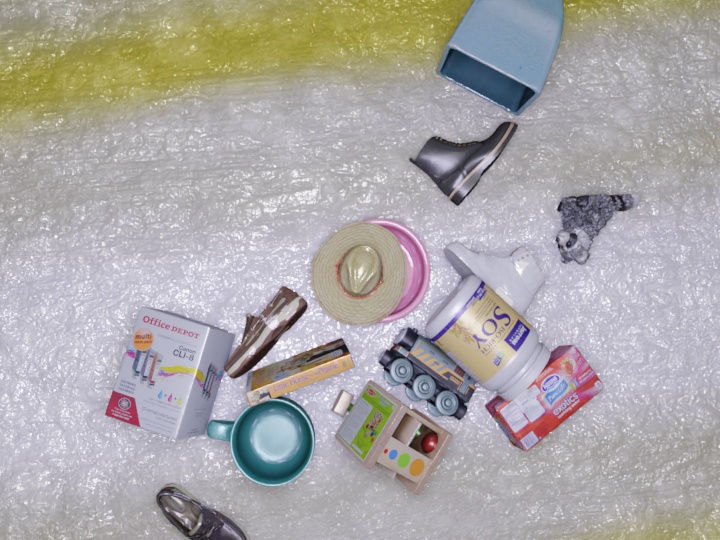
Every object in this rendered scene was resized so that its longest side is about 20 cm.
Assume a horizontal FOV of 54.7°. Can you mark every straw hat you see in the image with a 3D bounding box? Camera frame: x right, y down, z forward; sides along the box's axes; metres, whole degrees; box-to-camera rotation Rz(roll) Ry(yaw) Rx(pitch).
[{"bbox_3d":[0.000,0.000,1.293,0.198,0.085,0.205,0,83,-4],"label":"straw hat"}]

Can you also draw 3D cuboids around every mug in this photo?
[{"bbox_3d":[-0.170,0.299,1.285,0.185,0.114,0.152,43,83,3],"label":"mug"}]

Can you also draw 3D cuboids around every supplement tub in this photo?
[{"bbox_3d":[0.231,0.124,1.267,0.200,0.145,0.146,42,83,3],"label":"supplement tub"}]

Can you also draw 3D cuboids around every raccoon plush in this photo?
[{"bbox_3d":[0.476,-0.082,1.383,0.197,0.097,0.136,-4,91,-4],"label":"raccoon plush"}]

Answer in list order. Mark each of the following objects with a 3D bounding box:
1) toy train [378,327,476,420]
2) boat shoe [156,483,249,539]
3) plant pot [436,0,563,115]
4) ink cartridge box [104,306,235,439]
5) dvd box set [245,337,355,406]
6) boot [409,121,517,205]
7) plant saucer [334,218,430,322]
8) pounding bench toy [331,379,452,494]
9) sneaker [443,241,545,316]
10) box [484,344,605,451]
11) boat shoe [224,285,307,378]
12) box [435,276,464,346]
[{"bbox_3d":[0.132,0.197,1.334,0.199,0.085,0.115,35,73,0],"label":"toy train"},{"bbox_3d":[-0.296,0.469,1.281,0.198,0.065,0.074,30,86,3],"label":"boat shoe"},{"bbox_3d":[0.284,-0.451,1.345,0.194,0.196,0.202,27,90,0],"label":"plant pot"},{"bbox_3d":[-0.339,0.183,1.263,0.143,0.145,0.203,15,82,11],"label":"ink cartridge box"},{"bbox_3d":[-0.114,0.184,1.285,0.197,0.146,0.030,-20,98,-4],"label":"dvd box set"},{"bbox_3d":[0.207,-0.251,1.394,0.138,0.078,0.200,40,82,6],"label":"boot"},{"bbox_3d":[0.037,0.002,1.363,0.197,0.051,0.204,0,83,-3],"label":"plant saucer"},{"bbox_3d":[0.049,0.299,1.301,0.155,0.199,0.125,36,84,-30],"label":"pounding bench toy"},{"bbox_3d":[0.260,-0.013,1.328,0.199,0.074,0.116,41,79,-6],"label":"sneaker"},{"bbox_3d":[0.350,0.241,1.331,0.199,0.095,0.100,-37,87,-7],"label":"box"},{"bbox_3d":[-0.193,0.114,1.332,0.075,0.075,0.202,41,75,12],"label":"boat shoe"},{"bbox_3d":[0.234,0.081,1.369,0.116,0.048,0.202,22,84,0],"label":"box"}]
